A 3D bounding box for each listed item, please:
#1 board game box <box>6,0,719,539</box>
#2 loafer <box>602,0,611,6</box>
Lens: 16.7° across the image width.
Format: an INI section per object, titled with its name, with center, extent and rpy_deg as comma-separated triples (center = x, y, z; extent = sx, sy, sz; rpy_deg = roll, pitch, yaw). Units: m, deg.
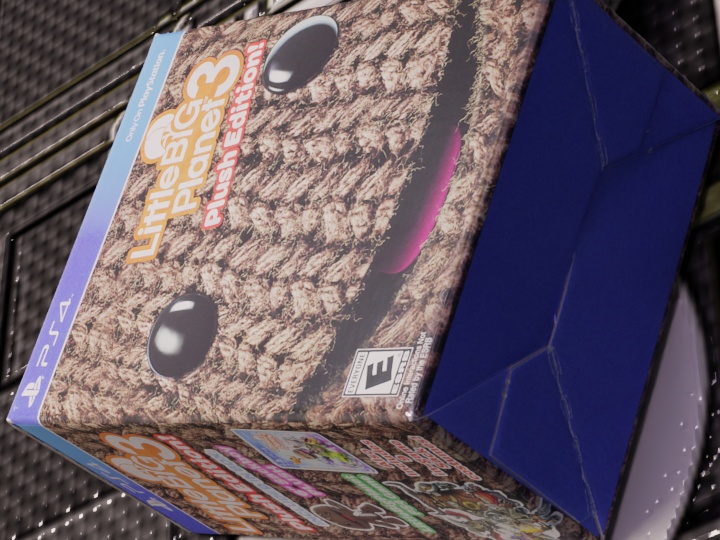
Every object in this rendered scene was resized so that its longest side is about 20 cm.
[board game box]
center = 0.000, 0.000, 0.826
extent = 0.199, 0.097, 0.161
rpy_deg = -5, 59, 45
[loafer]
center = 0.044, -0.125, 0.920
extent = 0.071, 0.063, 0.200
rpy_deg = -22, 44, -8
